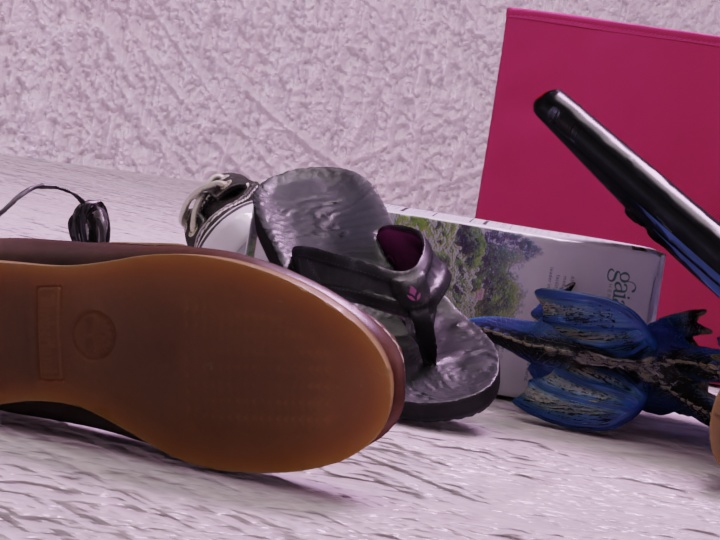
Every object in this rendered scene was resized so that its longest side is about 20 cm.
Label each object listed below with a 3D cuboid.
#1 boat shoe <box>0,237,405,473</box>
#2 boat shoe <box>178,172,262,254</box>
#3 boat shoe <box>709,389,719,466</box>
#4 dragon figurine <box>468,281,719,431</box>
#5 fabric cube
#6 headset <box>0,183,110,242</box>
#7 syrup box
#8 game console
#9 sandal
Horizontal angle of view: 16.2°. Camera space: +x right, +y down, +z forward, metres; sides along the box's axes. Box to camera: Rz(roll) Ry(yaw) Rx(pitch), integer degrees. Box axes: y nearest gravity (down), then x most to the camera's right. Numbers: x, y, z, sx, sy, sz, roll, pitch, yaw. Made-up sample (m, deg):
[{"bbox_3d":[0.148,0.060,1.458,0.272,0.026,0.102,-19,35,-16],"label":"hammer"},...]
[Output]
[{"bbox_3d":[-0.074,0.022,0.858,0.199,0.071,0.070,10,8,19],"label":"boat shoe"},{"bbox_3d":[-0.068,-0.016,1.370,0.064,0.071,0.200,43,1,7],"label":"boat shoe"},{"bbox_3d":[0.238,0.062,1.003,0.199,0.074,0.069,9,9,5],"label":"boat shoe"},{"bbox_3d":[0.103,0.039,1.131,0.199,0.059,0.099,11,4,11],"label":"dragon figurine"},{"bbox_3d":[0.200,-0.043,1.562,0.196,0.200,0.200,10,4,31],"label":"fabric cube"},{"bbox_3d":[-0.205,-0.001,1.084,0.199,0.094,0.124,-6,9,-3],"label":"headset"},{"bbox_3d":[0.044,0.013,1.230,0.199,0.079,0.081,9,3,4],"label":"syrup box"},{"bbox_3d":[0.174,0.007,1.148,0.200,0.031,0.177,44,8,38],"label":"game console"},{"bbox_3d":[-0.001,0.000,1.102,0.075,0.048,0.201,-14,35,-17],"label":"sandal"}]
